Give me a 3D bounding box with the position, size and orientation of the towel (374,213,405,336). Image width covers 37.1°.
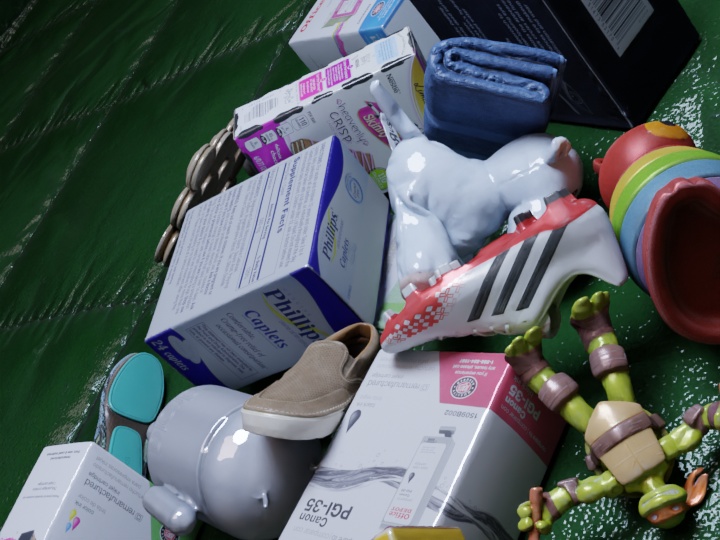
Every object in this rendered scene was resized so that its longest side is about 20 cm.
[{"bbox_3d":[0.000,0.000,1.052,0.199,0.031,0.150,1,56,50],"label":"towel"}]

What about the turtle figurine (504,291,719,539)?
[{"bbox_3d":[0.173,0.097,0.686,0.199,0.064,0.162,-35,62,14],"label":"turtle figurine"}]

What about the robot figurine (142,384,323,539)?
[{"bbox_3d":[-0.107,0.163,0.916,0.169,0.114,0.199,-39,26,-30],"label":"robot figurine"}]

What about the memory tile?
[{"bbox_3d":[-0.166,-0.099,1.191,0.154,0.017,0.200,-65,-3,30],"label":"memory tile"}]

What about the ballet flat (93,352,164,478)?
[{"bbox_3d":[-0.254,0.173,1.129,0.074,0.074,0.201,-30,32,24],"label":"ballet flat"}]

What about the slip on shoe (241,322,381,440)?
[{"bbox_3d":[-0.031,0.086,0.856,0.075,0.199,0.061,7,99,27],"label":"slip on shoe"}]

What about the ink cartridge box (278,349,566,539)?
[{"bbox_3d":[0.040,0.162,0.768,0.146,0.083,0.201,-2,50,48],"label":"ink cartridge box"}]

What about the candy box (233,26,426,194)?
[{"bbox_3d":[-0.010,-0.137,1.082,0.198,0.137,0.061,-24,38,12],"label":"candy box"}]

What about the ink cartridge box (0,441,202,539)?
[{"bbox_3d":[-0.244,0.273,0.924,0.083,0.145,0.201,-13,45,41],"label":"ink cartridge box"}]

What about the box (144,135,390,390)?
[{"bbox_3d":[-0.084,-0.002,1.028,0.199,0.105,0.185,-24,37,28],"label":"box"}]

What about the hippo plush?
[{"bbox_3d":[0.108,-0.051,0.898,0.159,0.159,0.202,-9,77,7],"label":"hippo plush"}]

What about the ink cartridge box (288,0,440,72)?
[{"bbox_3d":[0.023,-0.314,1.323,0.199,0.085,0.145,6,59,54],"label":"ink cartridge box"}]

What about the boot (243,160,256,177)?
[{"bbox_3d":[-0.104,-0.085,1.242,0.199,0.068,0.131,9,67,55],"label":"boot"}]

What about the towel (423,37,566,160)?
[{"bbox_3d":[0.109,-0.141,0.919,0.200,0.110,0.049,72,-148,-80],"label":"towel"}]

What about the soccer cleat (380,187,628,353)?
[{"bbox_3d":[0.098,0.022,0.765,0.199,0.086,0.068,-35,-8,26],"label":"soccer cleat"}]

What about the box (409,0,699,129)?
[{"bbox_3d":[0.162,-0.242,0.971,0.118,0.197,0.199,-52,32,-12],"label":"box"}]

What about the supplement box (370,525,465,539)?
[{"bbox_3d":[0.027,0.259,0.584,0.130,0.103,0.201,-34,65,17],"label":"supplement box"}]

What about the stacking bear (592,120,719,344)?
[{"bbox_3d":[0.226,-0.044,0.762,0.200,0.120,0.115,-100,15,-64],"label":"stacking bear"}]
